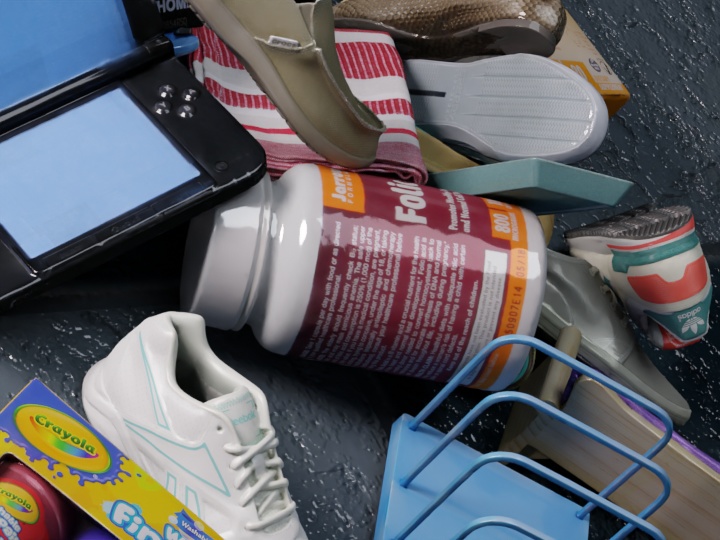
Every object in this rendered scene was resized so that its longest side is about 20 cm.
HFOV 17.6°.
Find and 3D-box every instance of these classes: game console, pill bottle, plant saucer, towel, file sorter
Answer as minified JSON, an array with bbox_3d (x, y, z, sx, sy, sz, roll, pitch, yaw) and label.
[{"bbox_3d":[-0.175,-0.100,1.287,0.200,0.117,0.176,-28,55,-25],"label":"game console"},{"bbox_3d":[0.000,0.000,1.380,0.199,0.114,0.114,11,44,-13],"label":"pill bottle"},{"bbox_3d":[0.087,-0.047,1.429,0.070,0.200,0.019,13,84,-24],"label":"plant saucer"},{"bbox_3d":[-0.037,-0.112,1.485,0.143,0.023,0.200,4,31,-8],"label":"towel"},{"bbox_3d":[0.095,0.157,1.314,0.138,0.123,0.200,29,41,-17],"label":"file sorter"}]

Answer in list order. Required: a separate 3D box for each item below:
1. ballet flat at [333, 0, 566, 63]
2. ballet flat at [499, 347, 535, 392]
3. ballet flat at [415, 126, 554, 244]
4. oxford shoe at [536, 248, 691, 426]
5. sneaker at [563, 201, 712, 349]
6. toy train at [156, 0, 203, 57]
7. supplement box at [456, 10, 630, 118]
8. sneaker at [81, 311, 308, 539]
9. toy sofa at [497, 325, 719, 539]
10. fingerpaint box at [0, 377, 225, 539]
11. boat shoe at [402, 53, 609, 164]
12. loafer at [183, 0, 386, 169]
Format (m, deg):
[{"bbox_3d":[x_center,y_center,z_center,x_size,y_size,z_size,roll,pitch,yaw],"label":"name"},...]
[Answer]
[{"bbox_3d":[0.056,-0.171,1.583,0.067,0.199,0.047,37,64,-42],"label":"ballet flat"},{"bbox_3d":[0.029,0.000,1.482,0.200,0.071,0.071,38,36,-8],"label":"ballet flat"},{"bbox_3d":[0.044,-0.052,1.544,0.199,0.069,0.063,23,56,-21],"label":"ballet flat"},{"bbox_3d":[0.148,0.030,1.529,0.200,0.058,0.075,40,-5,-11],"label":"oxford shoe"},{"bbox_3d":[0.191,0.008,1.570,0.070,0.200,0.094,-18,93,-6],"label":"sneaker"},{"bbox_3d":[-0.184,-0.159,1.411,0.199,0.087,0.114,-17,22,-39],"label":"toy train"},{"bbox_3d":[0.090,-0.180,1.689,0.200,0.074,0.126,55,28,18],"label":"supplement box"},{"bbox_3d":[-0.074,0.111,1.257,0.070,0.080,0.201,-19,68,-52],"label":"sneaker"},{"bbox_3d":[0.194,0.121,1.470,0.200,0.098,0.083,35,37,-7],"label":"toy sofa"},{"bbox_3d":[-0.138,0.174,1.137,0.200,0.073,0.167,41,36,0],"label":"fingerpaint box"},{"bbox_3d":[0.099,-0.106,1.563,0.200,0.074,0.067,19,-4,45],"label":"boat shoe"},{"bbox_3d":[-0.039,-0.136,1.337,0.200,0.068,0.076,46,7,-37],"label":"loafer"}]
